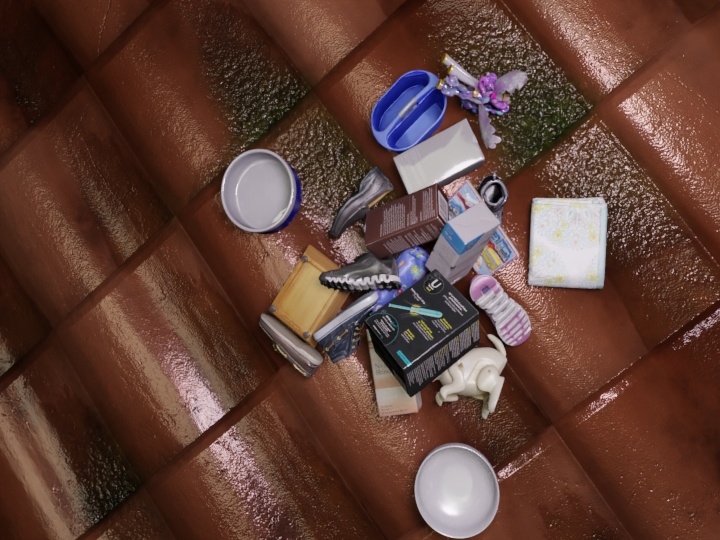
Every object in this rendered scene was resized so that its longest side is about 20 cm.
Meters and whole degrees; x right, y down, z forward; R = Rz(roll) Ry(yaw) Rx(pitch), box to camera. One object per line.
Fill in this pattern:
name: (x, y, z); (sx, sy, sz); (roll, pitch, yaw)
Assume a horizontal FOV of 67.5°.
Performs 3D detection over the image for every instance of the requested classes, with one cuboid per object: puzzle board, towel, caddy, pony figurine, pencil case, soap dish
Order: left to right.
soap dish: (-0.125, 0.064, 1.333); (0.156, 0.081, 0.203); (35, 97, 10)
pencil case: (0.086, 0.026, 1.288); (0.201, 0.086, 0.078); (-48, 40, 6)
caddy: (0.115, -0.373, 1.280); (0.200, 0.105, 0.142); (-44, 82, 7)
puzzle board: (0.260, -0.085, 1.232); (0.017, 0.151, 0.203); (-28, 80, -29)
pony figurine: (0.268, -0.391, 1.190); (0.195, 0.195, 0.169); (22, 120, -13)
towel: (0.471, -0.065, 1.230); (0.165, 0.048, 0.208); (3, 89, 15)

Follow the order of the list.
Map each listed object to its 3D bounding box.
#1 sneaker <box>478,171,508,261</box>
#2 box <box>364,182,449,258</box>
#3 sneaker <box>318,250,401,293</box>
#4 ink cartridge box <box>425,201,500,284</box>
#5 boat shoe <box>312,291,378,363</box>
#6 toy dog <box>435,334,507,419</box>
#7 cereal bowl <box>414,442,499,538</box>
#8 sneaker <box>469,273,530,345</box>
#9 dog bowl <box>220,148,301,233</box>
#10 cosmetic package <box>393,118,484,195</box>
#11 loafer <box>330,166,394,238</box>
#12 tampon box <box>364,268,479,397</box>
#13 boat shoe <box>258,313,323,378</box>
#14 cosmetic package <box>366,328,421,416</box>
sneaker: (0.297, -0.122, 1.231); (0.073, 0.114, 0.208); (2, 88, 10)
box: (0.107, -0.110, 1.245); (0.195, 0.075, 0.103); (-17, 52, 29)
sneaker: (0.000, 0.000, 1.248); (0.193, 0.067, 0.094); (-1, 68, 10)
ink cartridge box: (0.217, -0.045, 1.201); (0.114, 0.202, 0.067); (-29, 67, -29)
boat shoe: (-0.016, 0.133, 1.256); (0.198, 0.071, 0.092); (-37, 91, 26)
toy dog: (0.226, 0.219, 1.229); (0.194, 0.140, 0.199); (20, 80, 11)
cereal bowl: (0.223, 0.498, 1.247); (0.193, 0.083, 0.208); (0, 89, 12)
sneaker: (0.318, 0.082, 1.245); (0.080, 0.089, 0.201); (-38, 104, 7)
dog bowl: (-0.249, -0.197, 1.366); (0.193, 0.079, 0.208); (0, 89, 11)
cosmetic package: (0.185, -0.257, 1.275); (0.195, 0.090, 0.110); (-24, 84, 7)
loafer: (0.002, -0.154, 1.318); (0.072, 0.073, 0.202); (39, 97, 5)
tampon box: (0.135, 0.132, 1.150); (0.197, 0.128, 0.150); (-33, 53, -12)
boat shoe: (-0.184, 0.187, 1.348); (0.198, 0.072, 0.060); (37, 103, 12)
cosmetic package: (0.081, 0.231, 1.282); (0.100, 0.087, 0.207); (-11, 86, 12)
